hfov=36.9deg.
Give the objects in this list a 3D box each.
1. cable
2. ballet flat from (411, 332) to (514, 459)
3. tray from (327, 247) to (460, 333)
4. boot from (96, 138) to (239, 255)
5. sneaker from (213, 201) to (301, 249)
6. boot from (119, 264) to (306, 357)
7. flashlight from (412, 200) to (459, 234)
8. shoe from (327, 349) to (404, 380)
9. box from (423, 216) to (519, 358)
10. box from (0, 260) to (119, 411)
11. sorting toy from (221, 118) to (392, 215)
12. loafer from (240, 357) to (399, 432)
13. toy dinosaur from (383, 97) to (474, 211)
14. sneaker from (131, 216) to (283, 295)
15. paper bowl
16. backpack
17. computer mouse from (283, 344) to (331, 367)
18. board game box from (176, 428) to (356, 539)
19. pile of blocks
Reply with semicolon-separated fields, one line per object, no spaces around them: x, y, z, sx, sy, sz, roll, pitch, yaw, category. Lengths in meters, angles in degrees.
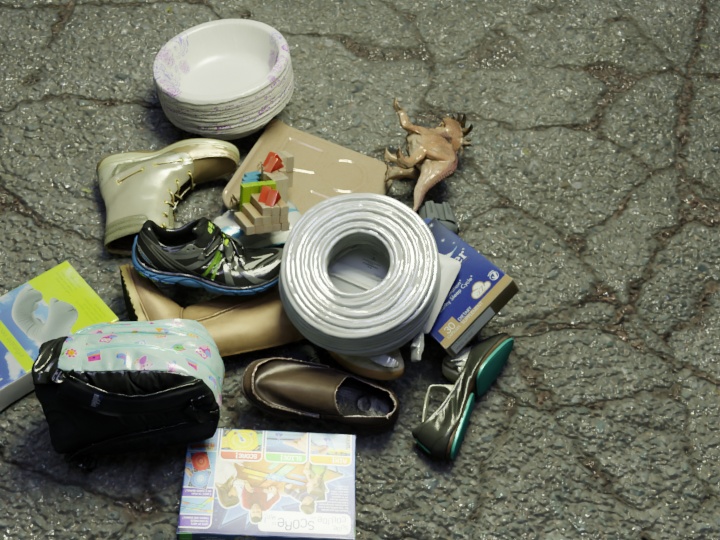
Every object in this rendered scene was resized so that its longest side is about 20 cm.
-0.003;0.003;1.296;0.199;0.069;0.201;12;69;11;cable
0.123;0.143;1.340;0.068;0.068;0.200;21;51;19;ballet flat
0.016;-0.006;1.348;0.199;0.022;0.108;23;69;15;tray
-0.255;-0.097;1.467;0.198;0.072;0.155;-10;53;-7;boot
-0.170;-0.040;1.428;0.198;0.077;0.081;-8;56;-12;sneaker
-0.190;0.045;1.375;0.199;0.066;0.176;-18;66;-21;boot
0.122;-0.007;1.458;0.068;0.068;0.201;-26;46;20;flashlight
-0.018;0.068;1.345;0.070;0.054;0.200;-20;41;-34;shoe
0.097;0.011;1.394;0.121;0.032;0.200;-46;45;-2;box
-0.411;0.083;1.321;0.199;0.048;0.122;-33;63;-30;box
-0.073;-0.115;1.535;0.199;0.037;0.186;24;53;5;sorting toy
-0.042;0.141;1.287;0.198;0.071;0.074;11;71;-11;loafer
0.107;-0.168;1.543;0.134;0.086;0.201;8;44;-11;toy dinosaur
-0.182;-0.022;1.336;0.198;0.083;0.071;8;28;-9;sneaker
-0.195;-0.270;1.575;0.199;0.105;0.202;-5;46;5;paper bowl
-0.254;0.131;1.224;0.198;0.168;0.127;-5;45;-1;backpack
-0.039;0.101;1.368;0.200;0.034;0.059;-34;63;-30;computer mouse
-0.105;0.250;1.240;0.198;0.035;0.136;4;52;-4;board game box
-0.129;-0.116;1.411;0.081;0.063;0.200;4;27;-3;pile of blocks
